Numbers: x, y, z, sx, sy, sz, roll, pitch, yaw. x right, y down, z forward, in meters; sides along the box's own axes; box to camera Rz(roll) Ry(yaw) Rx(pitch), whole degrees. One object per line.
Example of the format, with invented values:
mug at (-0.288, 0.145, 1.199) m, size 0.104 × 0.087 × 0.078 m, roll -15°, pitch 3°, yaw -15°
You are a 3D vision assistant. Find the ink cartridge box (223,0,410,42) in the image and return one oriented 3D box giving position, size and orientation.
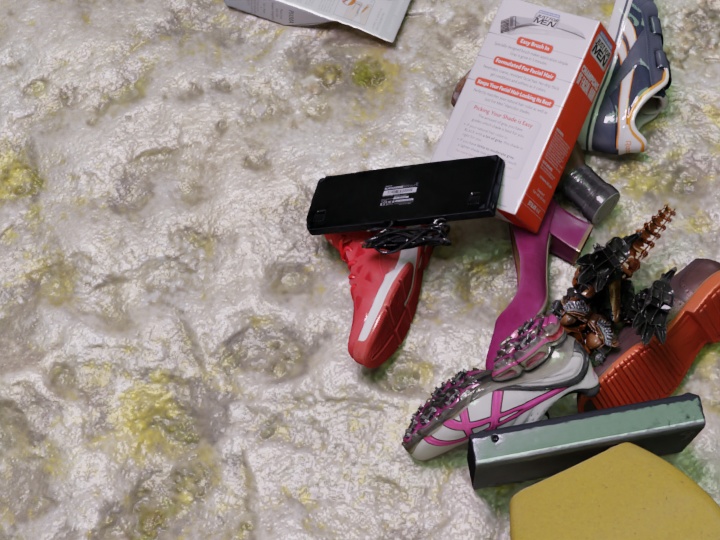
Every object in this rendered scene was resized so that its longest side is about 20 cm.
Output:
ink cartridge box at (-0.032, -0.336, 1.565) m, size 0.198 × 0.047 × 0.162 m, roll 20°, pitch 68°, yaw 4°

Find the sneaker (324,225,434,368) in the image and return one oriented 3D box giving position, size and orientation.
sneaker at (0.000, 0.000, 1.391) m, size 0.114 × 0.079 × 0.201 m, roll 12°, pitch 55°, yaw 20°

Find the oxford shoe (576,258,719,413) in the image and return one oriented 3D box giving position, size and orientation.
oxford shoe at (0.274, 0.066, 1.339) m, size 0.199 × 0.071 × 0.073 m, roll -39°, pitch 35°, yaw -6°

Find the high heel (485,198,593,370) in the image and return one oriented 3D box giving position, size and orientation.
high heel at (0.143, 0.007, 1.364) m, size 0.095 × 0.068 × 0.201 m, roll 27°, pitch 67°, yaw 11°

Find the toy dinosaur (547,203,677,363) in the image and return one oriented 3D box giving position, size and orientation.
toy dinosaur at (0.223, 0.017, 1.318) m, size 0.101 × 0.136 × 0.202 m, roll 20°, pitch 79°, yaw -8°

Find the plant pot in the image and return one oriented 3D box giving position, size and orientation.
plant pot at (0.216, 0.266, 1.177) m, size 0.194 × 0.195 × 0.201 m, roll -24°, pitch 60°, yaw -6°

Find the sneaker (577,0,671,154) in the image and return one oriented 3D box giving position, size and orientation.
sneaker at (0.283, -0.209, 1.450) m, size 0.078 × 0.078 × 0.202 m, roll 14°, pitch 78°, yaw 17°

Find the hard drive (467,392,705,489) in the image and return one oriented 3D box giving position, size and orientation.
hard drive at (0.194, 0.152, 1.253) m, size 0.197 × 0.140 × 0.033 m, roll -11°, pitch 73°, yaw 0°

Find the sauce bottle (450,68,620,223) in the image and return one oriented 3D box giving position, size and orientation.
sauce bottle at (0.178, -0.127, 1.429) m, size 0.065 × 0.065 × 0.200 m, roll -40°, pitch 69°, yaw -13°

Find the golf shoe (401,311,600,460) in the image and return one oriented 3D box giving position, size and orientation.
golf shoe at (0.123, 0.126, 1.281) m, size 0.092 × 0.199 × 0.073 m, roll 48°, pitch 30°, yaw -10°

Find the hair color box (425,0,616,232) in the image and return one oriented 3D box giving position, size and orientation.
hair color box at (0.154, -0.151, 1.368) m, size 0.110 × 0.064 × 0.202 m, roll 22°, pitch 86°, yaw 31°

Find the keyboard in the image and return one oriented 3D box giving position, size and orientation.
keyboard at (0.041, -0.053, 1.347) m, size 0.198 × 0.040 × 0.105 m, roll -5°, pitch 47°, yaw 28°
